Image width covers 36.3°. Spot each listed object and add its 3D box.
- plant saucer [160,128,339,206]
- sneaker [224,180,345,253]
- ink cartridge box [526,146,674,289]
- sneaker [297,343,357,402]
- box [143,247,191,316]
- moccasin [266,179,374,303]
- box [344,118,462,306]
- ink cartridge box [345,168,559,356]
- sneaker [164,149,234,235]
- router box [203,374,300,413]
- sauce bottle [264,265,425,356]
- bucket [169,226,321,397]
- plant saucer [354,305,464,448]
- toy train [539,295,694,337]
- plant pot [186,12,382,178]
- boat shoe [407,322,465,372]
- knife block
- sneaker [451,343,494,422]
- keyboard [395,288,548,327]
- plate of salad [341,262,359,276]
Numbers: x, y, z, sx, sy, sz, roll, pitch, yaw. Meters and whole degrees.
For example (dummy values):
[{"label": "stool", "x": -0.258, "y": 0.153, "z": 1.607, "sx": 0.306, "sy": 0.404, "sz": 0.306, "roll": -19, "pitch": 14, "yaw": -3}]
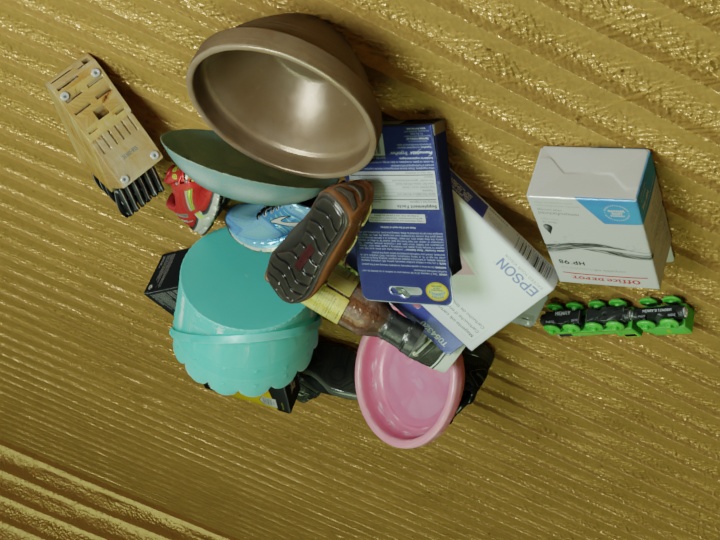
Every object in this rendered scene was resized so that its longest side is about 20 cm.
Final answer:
[{"label": "plant saucer", "x": -0.124, "y": -0.107, "z": 1.203, "sx": 0.199, "sy": 0.039, "sz": 0.201, "roll": 13, "pitch": -163, "yaw": -4}, {"label": "sneaker", "x": -0.081, "y": -0.081, "z": 1.344, "sx": 0.198, "sy": 0.079, "sz": 0.090, "roll": -4, "pitch": 135, "yaw": 25}, {"label": "ink cartridge box", "x": 0.259, "y": -0.042, "z": 1.159, "sx": 0.115, "sy": 0.067, "sz": 0.200, "roll": 4, "pitch": 149, "yaw": 28}, {"label": "sneaker", "x": -0.057, "y": 0.169, "z": 1.753, "sx": 0.198, "sy": 0.077, "sz": 0.114, "roll": 12, "pitch": 154, "yaw": 23}, {"label": "box", "x": -0.200, "y": 0.051, "z": 1.646, "sx": 0.140, "sy": 0.079, "sz": 0.200, "roll": -7, "pitch": 142, "yaw": 46}, {"label": "moccasin", "x": -0.045, "y": -0.032, "z": 1.216, "sx": 0.074, "sy": 0.078, "sz": 0.202, "roll": 45, "pitch": 136, "yaw": 14}, {"label": "box", "x": 0.045, "y": -0.062, "z": 1.194, "sx": 0.120, "sy": 0.032, "sz": 0.202, "roll": 3, "pitch": 110, "yaw": 32}, {"label": "ink cartridge box", "x": 0.091, "y": -0.001, "z": 1.263, "sx": 0.196, "sy": 0.043, "sz": 0.200, "roll": 41, "pitch": 127, "yaw": -8}, {"label": "sneaker", "x": -0.202, "y": -0.106, "z": 1.368, "sx": 0.085, "sy": 0.077, "sz": 0.200, "roll": 33, "pitch": 150, "yaw": -7}, {"label": "router box", "x": -0.174, "y": 0.132, "z": 1.633, "sx": 0.148, "sy": 0.051, "sz": 0.201, "roll": 14, "pitch": 150, "yaw": 12}, {"label": "sauce bottle", "x": -0.018, "y": 0.036, "z": 1.315, "sx": 0.199, "sy": 0.066, "sz": 0.066, "roll": 33, "pitch": 153, "yaw": 3}, {"label": "bucket", "x": -0.149, "y": 0.049, "z": 1.445, "sx": 0.205, "sy": 0.208, "sz": 0.135, "roll": 17, "pitch": 141, "yaw": 7}, {"label": "plant saucer", "x": 0.074, "y": 0.144, "z": 1.523, "sx": 0.051, "sy": 0.203, "sz": 0.200, "roll": 5, "pitch": 168, "yaw": -41}, {"label": "toy train", "x": 0.313, "y": 0.061, "z": 1.344, "sx": 0.199, "sy": 0.042, "sz": 0.056, "roll": -6, "pitch": 153, "yaw": 42}, {"label": "plant pot", "x": -0.064, "y": -0.188, "z": 1.095, "sx": 0.199, "sy": 0.093, "sz": 0.201, "roll": 17, "pitch": 152, "yaw": 9}, {"label": "boat shoe", "x": 0.116, "y": 0.046, "z": 1.351, "sx": 0.063, "sy": 0.071, "sz": 0.201, "roll": 20, "pitch": 124, "yaw": -12}, {"label": "knife block", "x": -0.316, "y": -0.158, "z": 1.348, "sx": 0.201, "sy": 0.064, "sz": 0.175, "roll": 56, "pitch": 160, "yaw": -20}, {"label": "sneaker", "x": 0.093, "y": 0.158, "z": 1.599, "sx": 0.198, "sy": 0.115, "sz": 0.076, "roll": 0, "pitch": 145, "yaw": 39}, {"label": "keyboard", "x": 0.135, "y": 0.027, "z": 1.387, "sx": 0.198, "sy": 0.011, "sz": 0.057, "roll": 14, "pitch": 123, "yaw": -7}, {"label": "plate of salad", "x": 0.000, "y": 0.000, "z": 1.444, "sx": 0.198, "sy": 0.048, "sz": 0.201, "roll": 16, "pitch": 153, "yaw": 8}]
